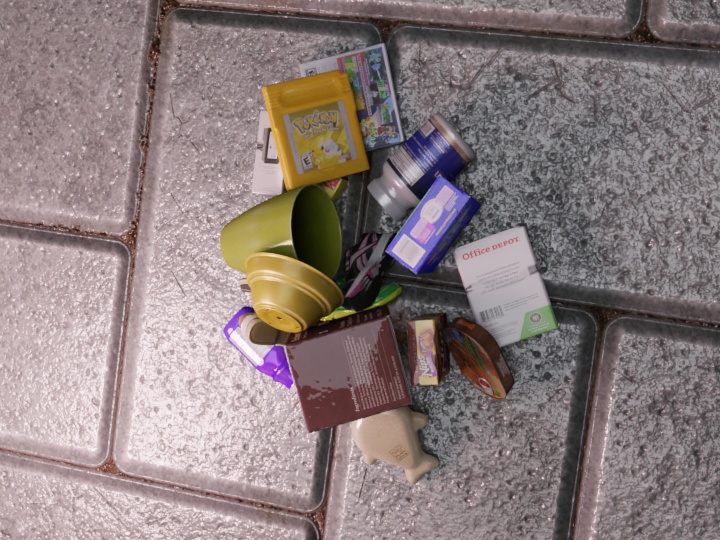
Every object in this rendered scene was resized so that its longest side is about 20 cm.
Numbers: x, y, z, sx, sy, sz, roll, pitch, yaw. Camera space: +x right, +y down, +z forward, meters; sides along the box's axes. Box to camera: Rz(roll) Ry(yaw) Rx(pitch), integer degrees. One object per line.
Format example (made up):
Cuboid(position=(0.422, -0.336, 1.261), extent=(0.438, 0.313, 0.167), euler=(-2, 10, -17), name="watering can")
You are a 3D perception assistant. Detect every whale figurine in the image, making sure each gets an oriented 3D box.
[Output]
Cuboid(position=(0.069, 0.323, 1.714), extent=(0.159, 0.104, 0.200), euler=(-39, 106, 14), name="whale figurine")

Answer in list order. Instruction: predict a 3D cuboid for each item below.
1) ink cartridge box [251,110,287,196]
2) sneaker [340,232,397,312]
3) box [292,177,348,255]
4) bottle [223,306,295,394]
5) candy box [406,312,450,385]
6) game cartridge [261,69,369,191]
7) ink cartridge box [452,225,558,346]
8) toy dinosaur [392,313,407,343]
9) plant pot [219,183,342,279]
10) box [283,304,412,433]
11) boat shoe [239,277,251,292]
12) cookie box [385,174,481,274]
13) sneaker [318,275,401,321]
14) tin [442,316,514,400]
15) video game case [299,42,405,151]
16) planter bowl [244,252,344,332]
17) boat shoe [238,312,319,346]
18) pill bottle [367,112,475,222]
Cuboid(position=(-0.158, -0.247, 1.736), extent=(0.067, 0.116, 0.204), euler=(7, 91, 12), name="ink cartridge box")
Cuboid(position=(0.000, 0.000, 1.691), extent=(0.085, 0.201, 0.081), euler=(10, 132, 25), name="sneaker")
Cuboid(position=(-0.107, -0.114, 1.759), extent=(0.075, 0.050, 0.202), euler=(33, 98, 11), name="box")
Cuboid(position=(-0.188, 0.165, 1.774), extent=(0.200, 0.065, 0.084), euler=(43, 95, 9), name="bottle")
Cuboid(position=(0.130, 0.144, 1.631), extent=(0.055, 0.200, 0.119), euler=(-4, 90, 13), name="candy box")
Cuboid(position=(-0.084, -0.272, 1.677), extent=(0.174, 0.032, 0.203), euler=(-17, 101, -19), name="game cartridge")
Cuboid(position=(0.276, 0.032, 1.655), extent=(0.143, 0.084, 0.203), euler=(-19, 87, 12), name="ink cartridge box")
Cuboid(position=(0.027, 0.136, 1.691), extent=(0.197, 0.058, 0.102), euler=(-22, 81, -13), name="toy dinosaur")
Cuboid(position=(-0.164, -0.057, 1.672), extent=(0.197, 0.186, 0.191), euler=(-7, 89, 28), name="plant pot")
Cuboid(position=(-0.020, 0.175, 1.593), extent=(0.197, 0.166, 0.167), euler=(-15, 95, 0), name="box")
Cuboid(position=(-0.164, 0.048, 1.745), extent=(0.198, 0.071, 0.067), euler=(3, 93, 32), name="boat shoe")
Cuboid(position=(0.140, -0.081, 1.626), extent=(0.075, 0.200, 0.172), euler=(37, 98, 11), name="cookie box")
Cuboid(position=(-0.016, 0.048, 1.728), extent=(0.197, 0.074, 0.085), euler=(-12, 92, 13), name="sneaker")
Cuboid(position=(0.223, 0.165, 1.626), extent=(0.042, 0.201, 0.111), euler=(-44, 41, -18), name="tin")
Cuboid(position=(-0.017, -0.335, 1.741), extent=(0.179, 0.023, 0.204), euler=(-12, 87, 7), name="video game case")
Cuboid(position=(-0.135, 0.056, 1.589), extent=(0.197, 0.201, 0.084), euler=(17, 65, 12), name="planter bowl")
Cuboid(position=(-0.149, 0.116, 1.723), extent=(0.068, 0.198, 0.076), euler=(35, 104, 49), name="boat shoe")
Cuboid(position=(0.114, -0.195, 1.674), extent=(0.200, 0.116, 0.116), euler=(-43, 82, 11), name="pill bottle")
